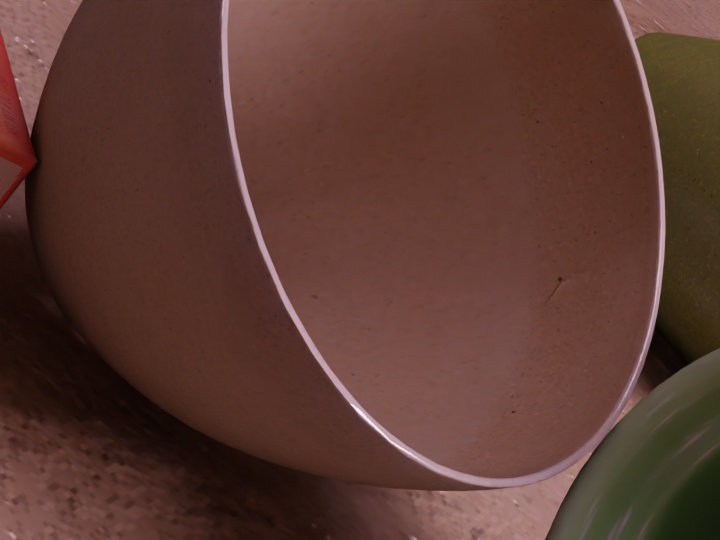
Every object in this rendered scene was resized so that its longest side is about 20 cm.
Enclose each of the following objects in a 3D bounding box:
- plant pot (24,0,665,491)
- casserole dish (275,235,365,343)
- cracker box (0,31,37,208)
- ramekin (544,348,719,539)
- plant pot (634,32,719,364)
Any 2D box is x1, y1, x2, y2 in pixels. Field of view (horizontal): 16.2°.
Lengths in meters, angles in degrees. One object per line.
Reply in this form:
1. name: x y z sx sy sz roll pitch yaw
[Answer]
1. plant pot: -0.020 -0.028 0.744 0.200 0.134 0.201 17 68 -47
2. casserole dish: 0.000 0.000 0.904 0.121 0.039 0.200 31 24 -28
3. cracker box: -0.194 -0.089 0.708 0.200 0.058 0.134 26 26 -34
4. ramekin: 0.156 0.119 0.733 0.200 0.200 0.098 52 15 25
5. plant pot: 0.191 -0.021 1.118 0.200 0.188 0.187 34 16 26
